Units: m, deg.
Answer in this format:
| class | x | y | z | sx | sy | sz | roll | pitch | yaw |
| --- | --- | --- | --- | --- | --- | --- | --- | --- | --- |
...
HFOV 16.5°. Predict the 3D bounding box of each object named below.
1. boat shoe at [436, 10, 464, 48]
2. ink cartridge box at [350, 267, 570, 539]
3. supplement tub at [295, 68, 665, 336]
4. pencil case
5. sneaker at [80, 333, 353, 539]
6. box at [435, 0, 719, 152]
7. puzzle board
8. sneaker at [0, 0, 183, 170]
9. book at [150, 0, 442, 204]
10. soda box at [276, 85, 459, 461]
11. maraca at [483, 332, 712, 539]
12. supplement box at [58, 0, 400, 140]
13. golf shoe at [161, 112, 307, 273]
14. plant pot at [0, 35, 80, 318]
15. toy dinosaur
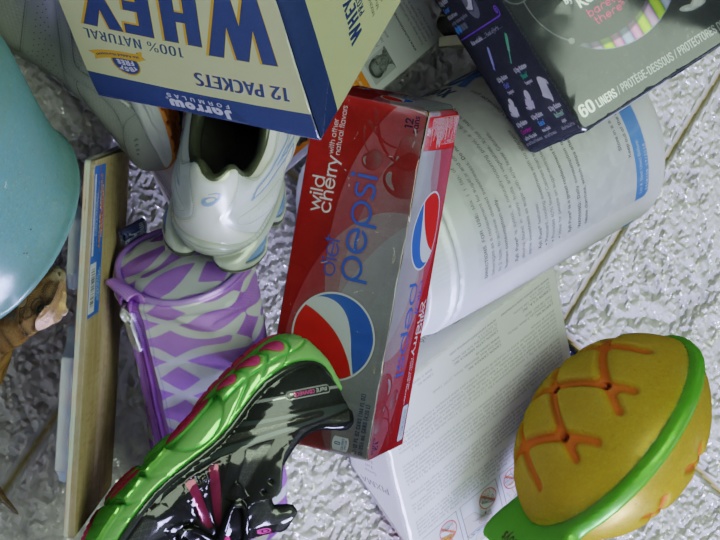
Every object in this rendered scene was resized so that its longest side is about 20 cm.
| class | x | y | z | sx | sy | sz | roll | pitch | yaw |
| --- | --- | --- | --- | --- | --- | --- | --- | --- | --- |
| boat shoe | 0.108 | -0.187 | 1.543 | 0.200 | 0.072 | 0.068 | -33 | 112 | -44 |
| ink cartridge box | 0.070 | 0.106 | 1.593 | 0.161 | 0.050 | 0.200 | -36 | 134 | -27 |
| supplement tub | 0.076 | -0.053 | 1.509 | 0.200 | 0.132 | 0.132 | -27 | 112 | -30 |
| pencil case | -0.091 | 0.071 | 1.411 | 0.085 | 0.084 | 0.200 | -37 | 131 | -36 |
| sneaker | -0.082 | 0.125 | 1.335 | 0.084 | 0.077 | 0.200 | 44 | 89 | -6 |
| box | 0.107 | -0.185 | 1.409 | 0.122 | 0.106 | 0.200 | -33 | 93 | -13 |
| puzzle board | -0.149 | 0.034 | 1.365 | 0.017 | 0.151 | 0.200 | 3 | 95 | 2 |
| sneaker | -0.163 | -0.134 | 1.340 | 0.092 | 0.076 | 0.200 | -17 | 121 | 13 |
| book | -0.055 | -0.137 | 1.456 | 0.200 | 0.048 | 0.134 | -40 | 114 | -25 |
| soda box | 0.000 | 0.000 | 1.386 | 0.063 | 0.070 | 0.200 | -14 | 115 | -69 |
| maraca | 0.144 | 0.122 | 1.553 | 0.107 | 0.137 | 0.200 | 40 | 87 | -16 |
| supplement box | -0.058 | -0.211 | 1.235 | 0.200 | 0.134 | 0.200 | -62 | 151 | -31 |
| golf shoe | -0.056 | -0.101 | 1.353 | 0.078 | 0.097 | 0.200 | 9 | 60 | 1 |
| plant pot | -0.249 | -0.064 | 1.246 | 0.188 | 0.200 | 0.200 | 42 | 72 | -43 |
| toy dinosaur | -0.211 | 0.049 | 1.346 | 0.060 | 0.200 | 0.106 | -14 | 64 | -28 |
